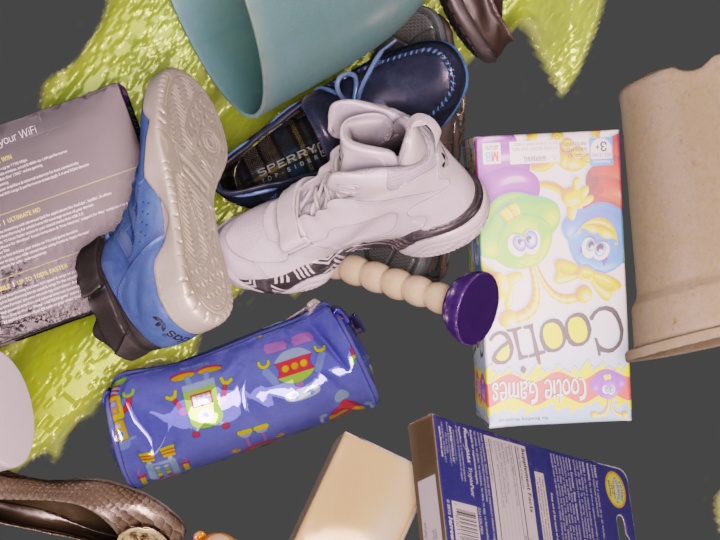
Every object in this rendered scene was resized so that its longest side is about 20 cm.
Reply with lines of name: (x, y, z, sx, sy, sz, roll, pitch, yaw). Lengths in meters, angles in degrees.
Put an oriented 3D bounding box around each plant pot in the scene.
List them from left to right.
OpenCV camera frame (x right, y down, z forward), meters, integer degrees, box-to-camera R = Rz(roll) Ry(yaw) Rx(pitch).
plant pot: (-0.039, -0.226, 1.615, 0.160, 0.201, 0.201, -23, 93, -15)
plant pot: (0.256, -0.048, 1.596, 0.199, 0.200, 0.184, -12, 85, -2)

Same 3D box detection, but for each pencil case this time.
pencil case: (-0.086, 0.085, 1.676, 0.199, 0.078, 0.087, -20, 92, -1)

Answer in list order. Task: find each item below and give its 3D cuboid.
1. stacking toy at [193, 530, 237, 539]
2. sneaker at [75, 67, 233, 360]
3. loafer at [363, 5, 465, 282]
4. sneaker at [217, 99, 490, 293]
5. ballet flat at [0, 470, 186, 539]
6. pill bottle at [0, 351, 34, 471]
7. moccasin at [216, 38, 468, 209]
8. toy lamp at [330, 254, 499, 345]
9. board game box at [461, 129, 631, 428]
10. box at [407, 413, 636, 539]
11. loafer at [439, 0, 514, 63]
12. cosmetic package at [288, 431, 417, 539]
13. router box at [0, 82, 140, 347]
stacking toy: (-0.165, 0.251, 1.680, 0.200, 0.110, 0.116, -34, 83, -15)
sneaker: (-0.149, -0.036, 1.619, 0.111, 0.077, 0.201, -25, 60, 32)
loafer: (0.041, -0.086, 1.693, 0.072, 0.063, 0.201, 5, 89, 34)
sneaker: (-0.022, -0.053, 1.581, 0.199, 0.115, 0.075, -12, 52, 16)
ballet flat: (-0.222, 0.170, 1.673, 0.199, 0.068, 0.046, 15, 50, 4)
pill bottle: (-0.329, 0.114, 1.621, 0.199, 0.111, 0.112, -14, 93, 20)
moccasin: (-0.014, -0.091, 1.643, 0.200, 0.068, 0.081, -34, 81, 23)
toy lamp: (0.000, 0.000, 1.644, 0.199, 0.058, 0.059, 15, 92, 33)
board game box: (0.131, 0.004, 1.669, 0.104, 0.103, 0.201, -3, 92, -2)
box: (0.118, 0.179, 1.649, 0.199, 0.032, 0.122, 18, 55, -38)
loafer: (0.077, -0.247, 1.672, 0.071, 0.073, 0.201, -17, 92, 0)
cosmetic package: (-0.026, 0.220, 1.652, 0.071, 0.105, 0.201, 25, 77, 0)
router box: (-0.237, -0.030, 1.679, 0.199, 0.051, 0.150, -19, 91, -2)
